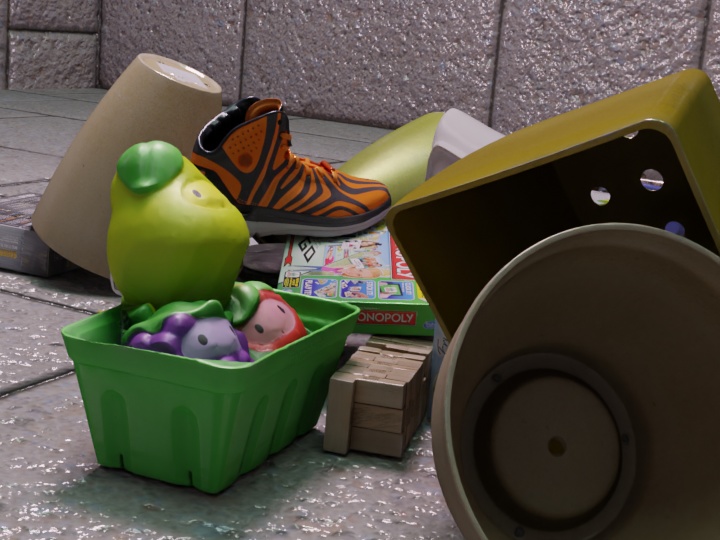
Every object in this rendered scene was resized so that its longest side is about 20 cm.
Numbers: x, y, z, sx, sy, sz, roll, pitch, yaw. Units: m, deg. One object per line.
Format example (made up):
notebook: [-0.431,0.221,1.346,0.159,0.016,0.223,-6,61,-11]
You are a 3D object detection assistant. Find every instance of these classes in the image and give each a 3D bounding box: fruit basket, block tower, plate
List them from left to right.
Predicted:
fruit basket: [-0.101,0.019,0.797,0.153,0.220,0.215,9,12,21]
block tower: [0.025,0.084,0.902,0.057,0.055,0.200,7,13,14]
plate: [0.093,-0.030,1.076,0.032,0.203,0.200,1,18,-19]

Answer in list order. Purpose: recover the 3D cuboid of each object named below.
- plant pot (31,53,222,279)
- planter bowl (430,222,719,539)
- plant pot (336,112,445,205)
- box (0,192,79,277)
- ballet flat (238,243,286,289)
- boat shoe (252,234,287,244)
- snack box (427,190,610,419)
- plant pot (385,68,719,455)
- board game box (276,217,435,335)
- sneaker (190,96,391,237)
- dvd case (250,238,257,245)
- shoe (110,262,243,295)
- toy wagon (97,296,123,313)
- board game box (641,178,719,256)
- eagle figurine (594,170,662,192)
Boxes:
plant pot: [-0.222,-0.114,1.241,0.185,0.202,0.188,22,16,-7]
planter bowl: [0.123,0.090,0.648,0.197,0.204,0.135,3,-14,-12]
plant pot: [0.035,-0.072,1.402,0.198,0.190,0.186,-21,25,-36]
box: [-0.363,-0.044,1.342,0.156,0.049,0.200,11,13,16]
ballet flat: [-0.048,0.017,1.086,0.198,0.058,0.066,17,33,34]
boat shoe: [-0.040,-0.005,1.160,0.199,0.074,0.065,37,39,13]
snack box: [0.142,0.027,0.942,0.067,0.172,0.198,13,13,40]
plant pot: [0.170,-0.019,0.777,0.198,0.202,0.177,-16,21,37]
board game box: [0.000,0.000,1.010,0.132,0.030,0.201,1,22,0]
sneaker: [-0.055,-0.092,1.036,0.197,0.114,0.077,-6,21,-32]
dvd case: [-0.093,-0.015,1.274,0.141,0.018,0.200,25,6,-19]
shoe: [-0.143,-0.016,1.079,0.089,0.073,0.200,10,18,13]
toy wagon: [-0.145,0.045,1.047,0.154,0.040,0.198,15,16,39]
board game box: [0.276,0.024,0.953,0.096,0.162,0.199,15,3,40]
eagle figurine: [0.249,-0.037,1.189,0.149,0.154,0.199,8,-8,32]
